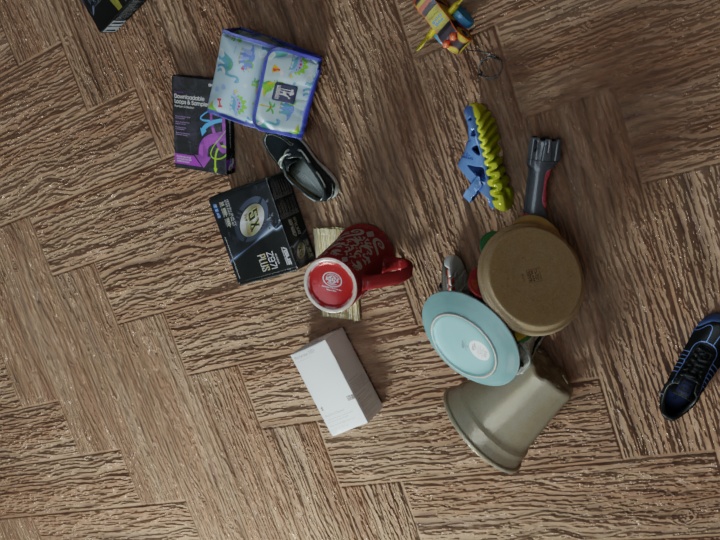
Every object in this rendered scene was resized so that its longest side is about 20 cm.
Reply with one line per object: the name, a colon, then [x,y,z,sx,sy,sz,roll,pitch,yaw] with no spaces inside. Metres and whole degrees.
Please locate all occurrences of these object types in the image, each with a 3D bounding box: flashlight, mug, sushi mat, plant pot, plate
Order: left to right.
sushi mat: [-0.049,0.006,1.688,0.095,0.012,0.202,4,108,28]
mug: [-0.007,-0.010,1.544,0.176,0.200,0.134,-22,98,25]
plate: [0.181,0.123,1.372,0.199,0.026,0.201,29,140,27]
plant pot: [0.288,0.240,1.498,0.200,0.200,0.184,45,109,8]
flashlight: [0.322,-0.134,1.418,0.067,0.068,0.202,10,105,16]

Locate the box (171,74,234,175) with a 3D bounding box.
box: [-0.339,-0.315,1.723,0.142,0.036,0.202,10,109,25]

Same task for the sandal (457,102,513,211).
sandal: [0.212,-0.200,1.445,0.086,0.079,0.202,-6,102,33]

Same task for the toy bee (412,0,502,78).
toy bee: [0.159,-0.422,1.381,0.199,0.109,0.132,31,116,16]

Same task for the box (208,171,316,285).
box: [-0.207,-0.088,1.698,0.162,0.086,0.202,-13,100,30]

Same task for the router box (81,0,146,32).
router box: [-0.547,-0.641,1.716,0.157,0.052,0.201,-29,91,31]

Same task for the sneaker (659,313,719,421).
sneaker: [0.575,0.171,1.371,0.070,0.078,0.202,26,117,18]

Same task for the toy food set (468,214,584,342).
toy food set: [0.281,0.013,1.343,0.201,0.197,0.049,60,162,7]

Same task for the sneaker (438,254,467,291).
sneaker: [0.162,0.067,1.561,0.081,0.077,0.202,6,109,33]

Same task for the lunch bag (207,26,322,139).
lunch bag: [-0.186,-0.369,1.580,0.198,0.128,0.172,20,113,5]

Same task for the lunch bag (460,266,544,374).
lunch bag: [0.260,0.075,1.432,0.167,0.200,0.140,33,139,10]

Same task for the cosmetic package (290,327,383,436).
cosmetic package: [-0.051,0.238,1.725,0.112,0.081,0.201,-28,93,34]

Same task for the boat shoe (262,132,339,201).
boat shoe: [-0.129,-0.217,1.628,0.199,0.060,0.076,39,120,12]
